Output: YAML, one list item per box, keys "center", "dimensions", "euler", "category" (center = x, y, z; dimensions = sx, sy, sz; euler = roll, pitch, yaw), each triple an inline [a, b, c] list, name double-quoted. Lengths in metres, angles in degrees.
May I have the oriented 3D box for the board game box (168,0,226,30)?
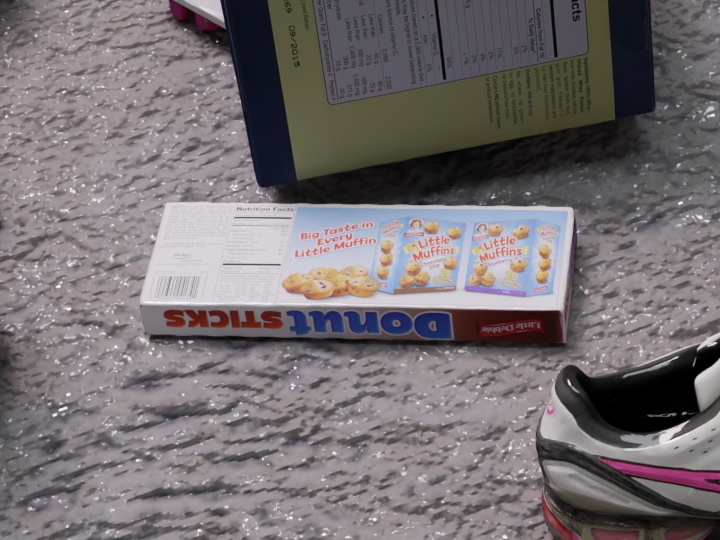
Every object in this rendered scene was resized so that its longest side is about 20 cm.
- center: [0.028, -0.156, 1.517]
  dimensions: [0.199, 0.026, 0.200]
  euler: [31, 55, 34]
  category: "board game box"

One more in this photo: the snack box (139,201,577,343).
- center: [0.000, 0.000, 1.354]
  dimensions: [0.198, 0.024, 0.072]
  euler: [1, 43, 10]
  category: "snack box"

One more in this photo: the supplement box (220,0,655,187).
- center: [0.025, -0.170, 1.413]
  dimensions: [0.198, 0.135, 0.201]
  euler: [-10, 43, -2]
  category: "supplement box"

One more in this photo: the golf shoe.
- center: [0.173, 0.067, 1.208]
  dimensions: [0.199, 0.092, 0.073]
  euler: [-9, 41, -3]
  category: "golf shoe"
